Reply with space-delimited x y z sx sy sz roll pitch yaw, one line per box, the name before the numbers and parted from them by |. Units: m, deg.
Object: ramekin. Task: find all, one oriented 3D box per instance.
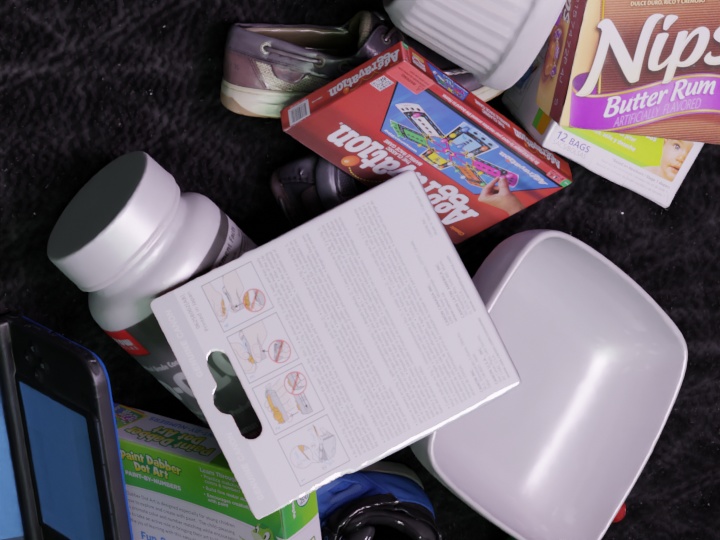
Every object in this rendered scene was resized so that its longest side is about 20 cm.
ramekin | 0.086 -0.225 1.533 0.094 0.203 0.204 21 106 -9

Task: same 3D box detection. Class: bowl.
bowl | 0.122 0.083 1.695 0.199 0.074 0.201 38 77 -36

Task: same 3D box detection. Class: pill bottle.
pill bottle | -0.112 0.021 1.622 0.114 0.114 0.200 -43 115 6

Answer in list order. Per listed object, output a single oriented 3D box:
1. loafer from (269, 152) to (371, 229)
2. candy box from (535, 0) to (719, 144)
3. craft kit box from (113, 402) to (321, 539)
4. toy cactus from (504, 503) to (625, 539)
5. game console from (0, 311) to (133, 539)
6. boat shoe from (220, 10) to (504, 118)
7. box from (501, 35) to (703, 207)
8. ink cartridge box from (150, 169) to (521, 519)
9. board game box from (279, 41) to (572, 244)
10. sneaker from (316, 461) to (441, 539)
loafer | 0.000 0.000 1.677 0.063 0.072 0.201 -7 123 30
candy box | 0.224 -0.146 1.557 0.198 0.057 0.118 6 110 -18
craft kit box | -0.111 0.203 1.662 0.048 0.199 0.199 -35 127 -44
toy cactus | 0.114 0.250 1.797 0.164 0.102 0.202 12 112 2
game console | -0.252 0.144 1.641 0.118 0.170 0.202 -23 119 -33
boat shoe | 0.004 -0.142 1.610 0.198 0.072 0.065 -3 117 -7
box | 0.200 -0.166 1.630 0.112 0.101 0.201 24 104 -22
ink cartridge box | -0.017 0.048 1.573 0.199 0.057 0.164 -27 86 -7
board game box | 0.047 -0.082 1.609 0.102 0.020 0.200 -27 144 28
sneaker | -0.040 0.186 1.708 0.198 0.111 0.077 2 111 -14
